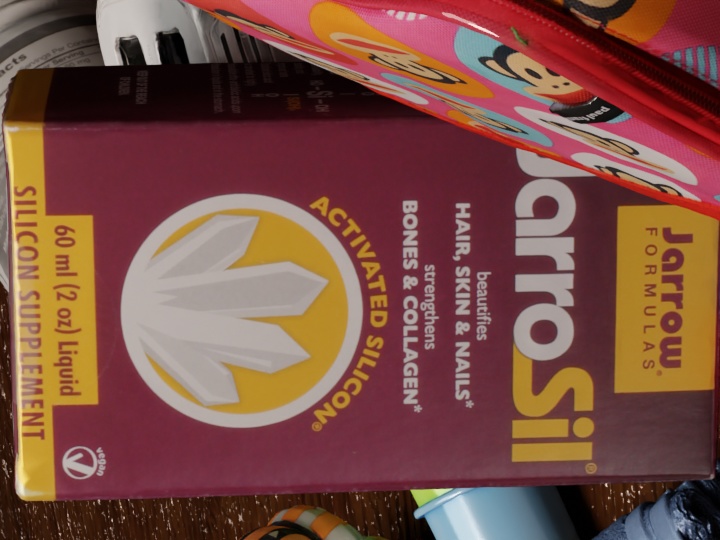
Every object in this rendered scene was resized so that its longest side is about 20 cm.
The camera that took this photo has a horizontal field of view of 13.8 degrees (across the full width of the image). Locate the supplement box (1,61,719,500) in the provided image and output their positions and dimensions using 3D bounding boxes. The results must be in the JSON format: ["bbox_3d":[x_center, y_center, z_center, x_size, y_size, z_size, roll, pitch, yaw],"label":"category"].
[{"bbox_3d":[0.000,0.000,0.852,0.086,0.200,0.111,-104,13,-75],"label":"supplement box"}]

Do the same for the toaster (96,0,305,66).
[{"bbox_3d":[0.000,-0.046,0.957,0.114,0.129,0.200,6,113,65],"label":"toaster"}]

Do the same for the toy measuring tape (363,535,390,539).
[{"bbox_3d":[0.026,0.145,1.131,0.200,0.074,0.074,15,121,51],"label":"toy measuring tape"}]

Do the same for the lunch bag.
[{"bbox_3d":[0.044,-0.072,0.709,0.200,0.176,0.082,23,91,51],"label":"lunch bag"}]

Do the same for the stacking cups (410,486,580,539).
[{"bbox_3d":[0.055,0.090,1.045,0.200,0.060,0.061,62,155,7],"label":"stacking cups"}]

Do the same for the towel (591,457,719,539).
[{"bbox_3d":[0.077,0.160,0.968,0.200,0.048,0.112,-46,59,35],"label":"towel"}]

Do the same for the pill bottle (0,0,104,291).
[{"bbox_3d":[-0.107,-0.036,1.211,0.200,0.114,0.114,50,149,40],"label":"pill bottle"}]

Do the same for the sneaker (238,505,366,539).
[{"bbox_3d":[-0.025,0.195,1.082,0.078,0.112,0.200,-5,113,47],"label":"sneaker"}]
